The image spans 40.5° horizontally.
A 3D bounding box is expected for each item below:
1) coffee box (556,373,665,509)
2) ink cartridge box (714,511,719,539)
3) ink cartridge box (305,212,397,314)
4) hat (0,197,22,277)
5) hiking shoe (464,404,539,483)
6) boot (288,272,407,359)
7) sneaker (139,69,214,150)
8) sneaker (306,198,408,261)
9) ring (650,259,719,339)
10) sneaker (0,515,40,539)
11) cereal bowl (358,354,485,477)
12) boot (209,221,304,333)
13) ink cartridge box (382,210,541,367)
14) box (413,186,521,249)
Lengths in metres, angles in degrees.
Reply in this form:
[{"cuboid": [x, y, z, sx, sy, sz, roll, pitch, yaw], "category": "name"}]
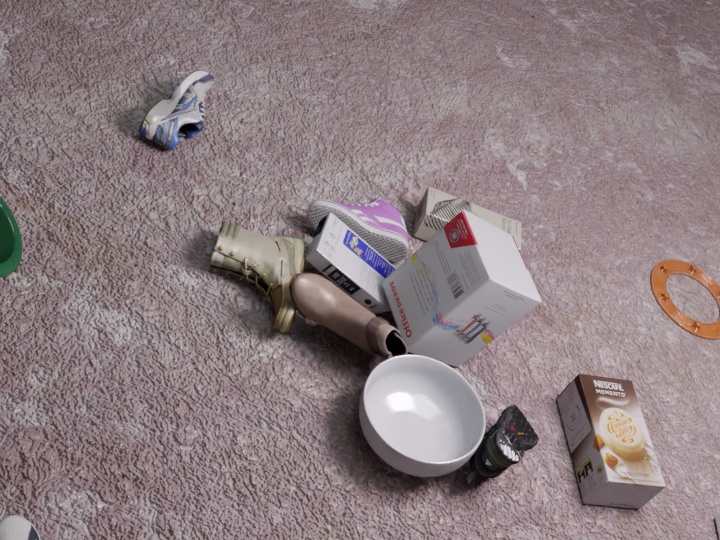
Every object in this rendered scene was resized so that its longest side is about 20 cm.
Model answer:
[{"cuboid": [0.410, 0.281, 1.617, 0.112, 0.080, 0.203, 9, 48, -20], "category": "coffee box"}, {"cuboid": [0.667, 0.479, 1.568, 0.142, 0.084, 0.202, 17, 46, -12], "category": "ink cartridge box"}, {"cuboid": [0.000, 0.000, 1.663, 0.199, 0.039, 0.100, 39, 41, -18], "category": "ink cartridge box"}, {"cuboid": [-0.626, -0.039, 1.421, 0.200, 0.174, 0.168, 45, 26, -42], "category": "hat"}, {"cuboid": [0.213, 0.272, 1.525, 0.076, 0.100, 0.199, 56, 20, 10], "category": "hiking shoe"}, {"cuboid": [-0.010, 0.076, 1.520, 0.145, 0.071, 0.200, 25, -8, 36], "category": "boot"}, {"cuboid": [-0.315, -0.283, 1.768, 0.085, 0.077, 0.201, 38, 52, -4], "category": "sneaker"}, {"cuboid": [-0.006, -0.094, 1.754, 0.198, 0.073, 0.115, 24, 39, -20], "category": "sneaker"}, {"cuboid": [0.686, 0.053, 2.005, 0.197, 0.019, 0.203, 14, 45, -15], "category": "ring"}, {"cuboid": [-0.391, 0.338, 1.109, 0.078, 0.131, 0.201, 7, 38, -17], "category": "sneaker"}, {"cuboid": [0.086, 0.231, 1.489, 0.196, 0.084, 0.202, 13, 44, -12], "category": "cereal bowl"}, {"cuboid": [-0.170, 0.007, 1.573, 0.152, 0.073, 0.202, 16, 41, -14], "category": "boot"}, {"cuboid": [0.162, 0.035, 1.603, 0.143, 0.199, 0.147, 21, 39, -42], "category": "ink cartridge box"}, {"cuboid": [0.202, -0.078, 1.839, 0.197, 0.069, 0.083, 19, 45, -10], "category": "box"}]
